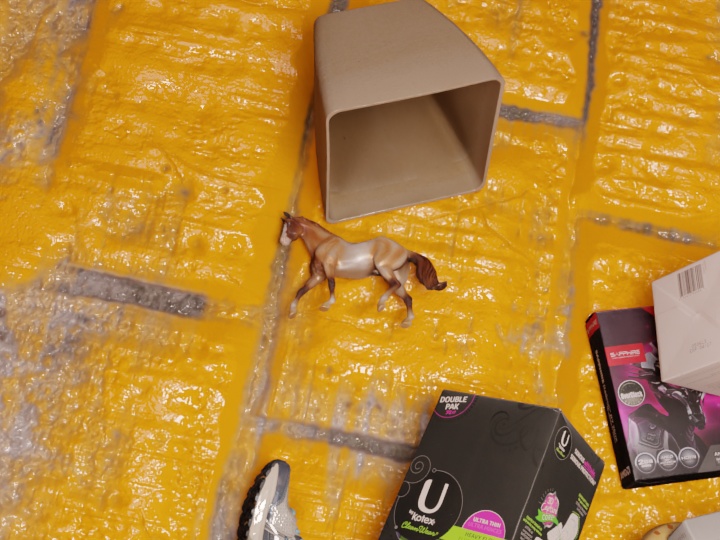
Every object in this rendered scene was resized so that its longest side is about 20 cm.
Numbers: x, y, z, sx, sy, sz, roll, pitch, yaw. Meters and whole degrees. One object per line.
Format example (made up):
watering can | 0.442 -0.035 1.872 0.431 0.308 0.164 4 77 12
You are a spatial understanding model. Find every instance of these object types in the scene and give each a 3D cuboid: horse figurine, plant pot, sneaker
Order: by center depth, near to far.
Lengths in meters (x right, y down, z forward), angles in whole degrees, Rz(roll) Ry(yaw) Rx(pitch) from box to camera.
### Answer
sneaker | -0.084 0.296 1.146 0.086 0.078 0.200 11 73 -13
horse figurine | 0.000 0.000 1.275 0.200 0.050 0.133 3 50 5
plant pot | 0.034 -0.200 1.301 0.200 0.200 0.177 -12 58 -10

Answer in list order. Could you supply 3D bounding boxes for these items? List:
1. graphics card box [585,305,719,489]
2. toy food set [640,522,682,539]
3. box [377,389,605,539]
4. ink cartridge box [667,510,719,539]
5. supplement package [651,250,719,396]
graphics card box | 0.335 0.137 1.252 0.125 0.051 0.200 -5 69 -7
toy food set | 0.369 0.352 1.115 0.198 0.049 0.200 6 62 -4
box | 0.130 0.241 1.120 0.148 0.124 0.200 6 60 40
ink cartridge box | 0.427 0.311 1.094 0.200 0.044 0.174 -7 54 -22
supplement package | 0.433 0.068 1.211 0.200 0.121 0.120 16 61 -29
